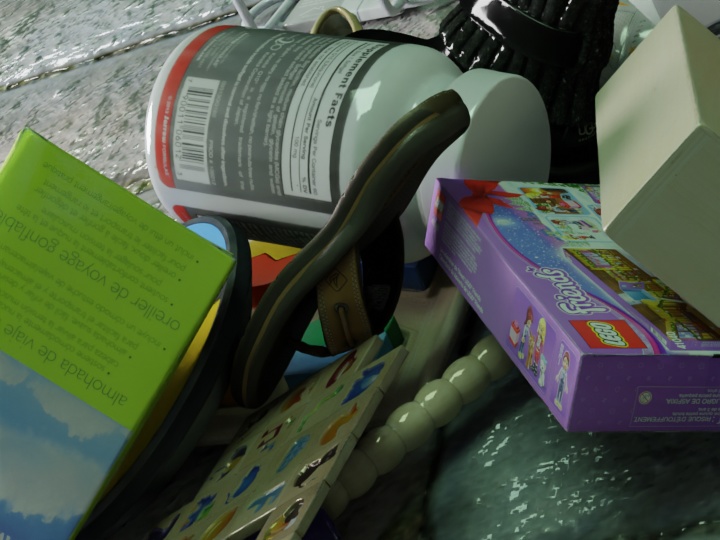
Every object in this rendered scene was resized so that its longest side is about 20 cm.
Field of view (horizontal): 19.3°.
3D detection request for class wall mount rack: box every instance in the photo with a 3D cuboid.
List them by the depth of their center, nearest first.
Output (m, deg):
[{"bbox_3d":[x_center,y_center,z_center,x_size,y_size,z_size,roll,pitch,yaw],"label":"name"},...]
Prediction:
[{"bbox_3d":[-0.003,-0.237,1.507,0.199,0.075,0.174,-7,35,33],"label":"wall mount rack"}]

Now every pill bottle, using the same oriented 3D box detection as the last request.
[{"bbox_3d":[-0.007,-0.066,1.128,0.199,0.116,0.116,10,45,33],"label":"pill bottle"}]

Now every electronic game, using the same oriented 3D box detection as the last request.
[{"bbox_3d":[-0.121,0.059,1.104,0.200,0.041,0.201,-44,26,28],"label":"electronic game"}]

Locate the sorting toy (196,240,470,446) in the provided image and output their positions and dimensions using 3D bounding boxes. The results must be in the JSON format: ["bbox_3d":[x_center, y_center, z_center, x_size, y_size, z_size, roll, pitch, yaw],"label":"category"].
[{"bbox_3d":[-0.026,0.023,1.152,0.199,0.037,0.186,-12,33,28],"label":"sorting toy"}]

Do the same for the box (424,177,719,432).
[{"bbox_3d":[0.124,0.012,0.969,0.136,0.039,0.200,2,23,-18],"label":"box"}]

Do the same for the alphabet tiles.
[{"bbox_3d":[-0.057,0.107,0.955,0.167,0.008,0.200,-34,15,37],"label":"alphabet tiles"}]

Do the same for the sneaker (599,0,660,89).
[{"bbox_3d":[0.132,-0.139,1.241,0.092,0.076,0.200,-35,28,-3],"label":"sneaker"}]

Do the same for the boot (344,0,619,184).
[{"bbox_3d":[0.060,-0.141,1.170,0.210,0.159,0.079,22,38,36],"label":"boot"}]

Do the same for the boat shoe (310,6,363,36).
[{"bbox_3d":[-0.013,-0.097,1.291,0.073,0.064,0.201,-14,27,13],"label":"boat shoe"}]

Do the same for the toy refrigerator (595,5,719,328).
[{"bbox_3d":[0.153,-0.049,0.960,0.070,0.076,0.200,-49,10,19],"label":"toy refrigerator"}]

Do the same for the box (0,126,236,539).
[{"bbox_3d":[-0.159,0.050,1.005,0.201,0.121,0.048,-59,2,-4],"label":"box"}]

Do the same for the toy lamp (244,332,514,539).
[{"bbox_3d":[0.013,0.081,1.003,0.200,0.058,0.058,-41,31,-19],"label":"toy lamp"}]

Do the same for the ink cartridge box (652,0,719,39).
[{"bbox_3d":[0.213,-0.174,1.092,0.083,0.201,0.147,-5,35,40],"label":"ink cartridge box"}]

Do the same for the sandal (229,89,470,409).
[{"bbox_3d":[0.000,0.000,1.022,0.200,0.054,0.082,-52,-6,23],"label":"sandal"}]
